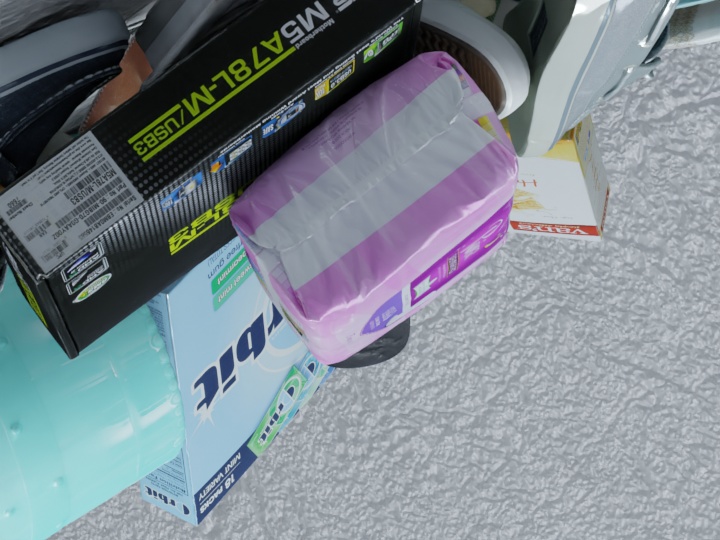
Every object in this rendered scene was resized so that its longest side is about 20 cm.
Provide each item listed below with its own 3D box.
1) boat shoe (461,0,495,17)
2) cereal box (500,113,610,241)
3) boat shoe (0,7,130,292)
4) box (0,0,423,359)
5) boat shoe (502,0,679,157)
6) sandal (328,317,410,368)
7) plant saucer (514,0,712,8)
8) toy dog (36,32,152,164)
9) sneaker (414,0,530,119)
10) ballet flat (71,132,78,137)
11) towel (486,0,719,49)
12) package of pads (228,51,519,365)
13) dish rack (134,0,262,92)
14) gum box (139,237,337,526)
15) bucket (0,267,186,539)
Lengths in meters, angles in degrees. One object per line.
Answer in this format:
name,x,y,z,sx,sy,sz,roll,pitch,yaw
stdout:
boat shoe,0.004,-0.132,1.478,0.071,0.063,0.200,-29,179,-38
cereal box,0.058,-0.065,1.471,0.144,0.040,0.200,7,166,12
boat shoe,-0.170,-0.034,1.186,0.200,0.091,0.071,-30,177,19
box,-0.065,-0.050,1.163,0.200,0.048,0.193,-37,170,-9
boat shoe,0.113,-0.109,1.267,0.071,0.070,0.201,-4,160,-10
sandal,0.001,0.000,1.485,0.076,0.043,0.200,-12,145,1
plant saucer,0.156,-0.176,1.257,0.200,0.036,0.200,-11,164,-3
toy dog,-0.110,-0.076,1.326,0.132,0.096,0.200,-27,163,14
sneaker,0.030,-0.128,1.319,0.085,0.073,0.200,-36,-148,-22
ballet flat,-0.135,-0.046,1.558,0.069,0.063,0.200,-20,177,-1
towel,0.157,-0.162,1.428,0.200,0.031,0.149,-5,-134,31
package of pads,0.009,-0.024,1.205,0.120,0.076,0.200,-35,173,-3
dish rack,-0.008,-0.153,1.178,0.200,0.044,0.172,-28,176,-24
gum box,-0.068,0.021,1.520,0.170,0.045,0.200,-48,152,-34
bucket,-0.196,0.053,1.428,0.135,0.207,0.207,-28,177,-22
